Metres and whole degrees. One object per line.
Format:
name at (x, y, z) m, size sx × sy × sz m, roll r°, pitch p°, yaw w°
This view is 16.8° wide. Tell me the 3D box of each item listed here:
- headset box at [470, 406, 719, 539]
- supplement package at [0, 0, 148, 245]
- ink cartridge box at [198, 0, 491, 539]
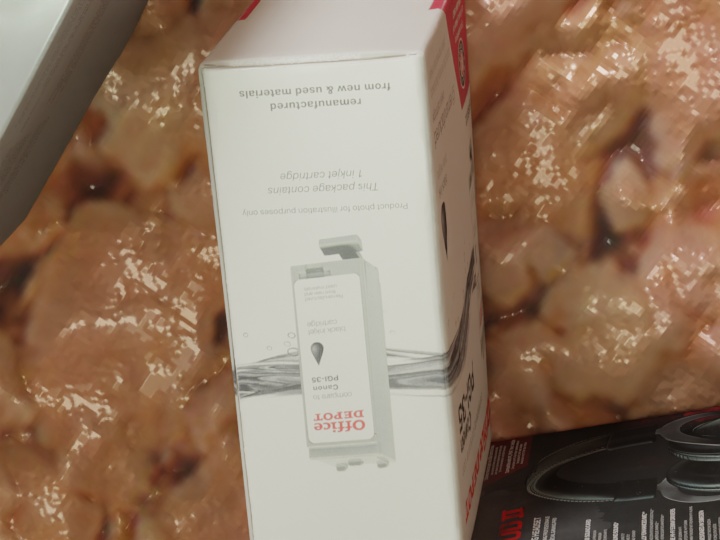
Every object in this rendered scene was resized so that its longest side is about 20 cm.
headset box at (0.125, 0.114, 0.940) m, size 0.199 × 0.149 × 0.078 m, roll -8°, pitch 106°, yaw 11°
supplement package at (-0.166, -0.102, 0.882) m, size 0.147 × 0.200 × 0.192 m, roll 31°, pitch 109°, yaw -3°
ink cartridge box at (0.000, 0.000, 0.920) m, size 0.082 × 0.147 × 0.201 m, roll -2°, pitch 108°, yaw 8°
